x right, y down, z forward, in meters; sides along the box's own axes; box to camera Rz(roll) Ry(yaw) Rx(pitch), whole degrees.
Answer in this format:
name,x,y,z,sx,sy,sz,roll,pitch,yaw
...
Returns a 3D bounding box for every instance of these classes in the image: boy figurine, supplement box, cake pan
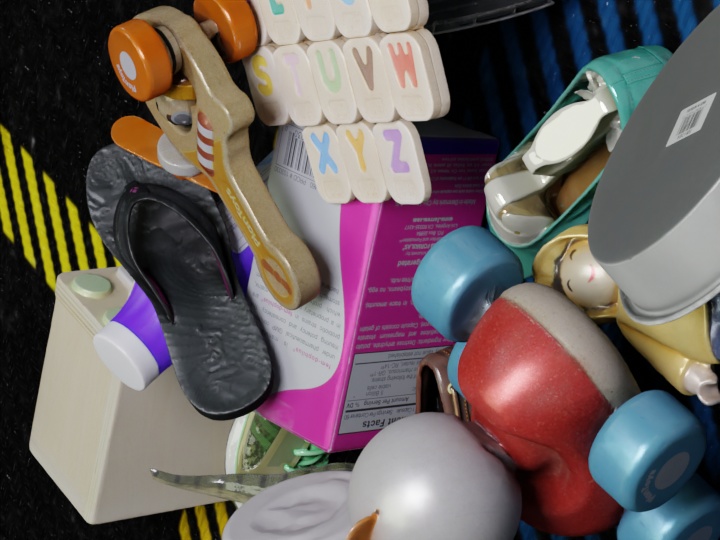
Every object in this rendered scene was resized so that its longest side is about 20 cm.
name,x,y,z,sx,sy,sz,roll,pitch,yaw
boy figurine,0.174,0.006,1.220,0.199,0.064,0.125,19,114,49
supplement box,0.000,0.000,1.402,0.101,0.103,0.201,25,108,41
cake pan,0.178,-0.067,1.120,0.201,0.037,0.201,-53,15,20

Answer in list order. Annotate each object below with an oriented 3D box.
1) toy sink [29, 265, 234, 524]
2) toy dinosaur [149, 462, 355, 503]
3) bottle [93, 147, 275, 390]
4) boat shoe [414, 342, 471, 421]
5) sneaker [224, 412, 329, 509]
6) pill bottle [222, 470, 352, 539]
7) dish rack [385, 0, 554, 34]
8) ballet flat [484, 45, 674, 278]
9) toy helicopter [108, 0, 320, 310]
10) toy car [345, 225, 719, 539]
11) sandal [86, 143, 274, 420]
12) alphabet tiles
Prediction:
name,x,y,z,sx,sy,sz,roll,pitch,yaw
toy sink,-0.147,0.062,1.617,0.112,0.130,0.201,42,129,43
toy dinosaur,-0.038,0.167,1.510,0.198,0.047,0.089,-2,111,15
bottle,-0.088,-0.005,1.465,0.065,0.200,0.084,43,157,6
boat shoe,0.055,0.140,1.402,0.070,0.070,0.202,19,112,48
sneaker,-0.036,0.103,1.526,0.088,0.077,0.202,19,114,39
pill bottle,-0.012,0.240,1.447,0.110,0.110,0.201,14,125,52
dish rack,0.026,-0.209,1.321,0.200,0.153,0.055,48,144,38
ballet flat,0.110,-0.061,1.291,0.200,0.070,0.068,-49,57,46
toy helicopter,-0.086,-0.064,1.354,0.201,0.079,0.132,60,153,5
toy car,0.063,0.118,1.235,0.184,0.200,0.177,44,169,33
sandal,-0.110,-0.004,1.393,0.201,0.075,0.048,60,175,22
alphabet tiles,-0.018,-0.131,1.280,0.200,0.015,0.197,4,111,59
